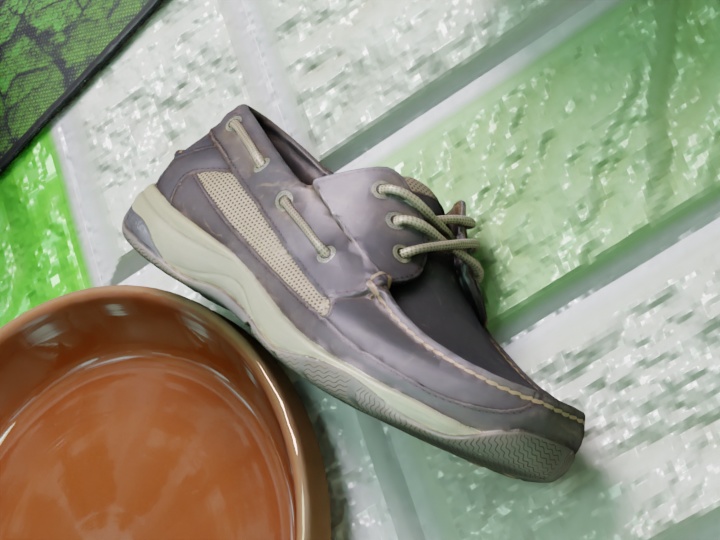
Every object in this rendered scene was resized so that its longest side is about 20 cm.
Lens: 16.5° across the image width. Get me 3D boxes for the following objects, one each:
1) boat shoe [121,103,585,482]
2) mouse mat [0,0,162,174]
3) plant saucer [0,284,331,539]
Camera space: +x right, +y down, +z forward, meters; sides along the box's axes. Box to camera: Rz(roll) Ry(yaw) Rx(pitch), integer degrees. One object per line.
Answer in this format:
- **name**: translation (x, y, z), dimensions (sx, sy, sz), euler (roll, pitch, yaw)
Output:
- **boat shoe**: translation (0.000, 0.000, 0.819), dimensions (0.200, 0.074, 0.073), euler (33, 94, 37)
- **mouse mat**: translation (-0.149, -0.122, 1.008), dimensions (0.200, 0.008, 0.161), euler (-44, 54, 13)
- **plant saucer**: translation (-0.093, 0.105, 0.874), dimensions (0.200, 0.032, 0.201), euler (-12, 67, 31)
